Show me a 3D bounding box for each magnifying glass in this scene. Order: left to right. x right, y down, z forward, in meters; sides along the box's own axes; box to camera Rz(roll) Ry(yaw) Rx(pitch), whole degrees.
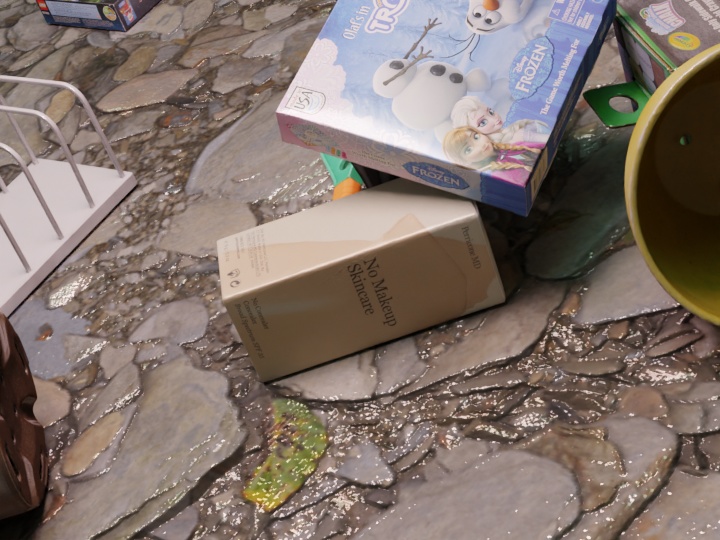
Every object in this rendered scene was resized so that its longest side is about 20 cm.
[{"bbox_3d":[-0.010,-0.087,1.297,0.079,0.022,0.201,-33,35,34],"label":"magnifying glass"}]

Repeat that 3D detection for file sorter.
[{"bbox_3d":[-0.335,-0.074,1.380,0.138,0.125,0.200,11,47,36],"label":"file sorter"}]

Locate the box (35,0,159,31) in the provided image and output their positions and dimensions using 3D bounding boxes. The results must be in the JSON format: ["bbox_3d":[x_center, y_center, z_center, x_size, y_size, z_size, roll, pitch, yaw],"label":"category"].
[{"bbox_3d":[-0.269,-0.358,1.777,0.136,0.038,0.200,11,47,37],"label":"box"}]

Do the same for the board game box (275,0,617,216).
[{"bbox_3d":[0.067,-0.157,1.132,0.198,0.043,0.201,17,62,17],"label":"board game box"}]

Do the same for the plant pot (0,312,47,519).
[{"bbox_3d":[-0.344,0.122,1.095,0.197,0.201,0.201,-13,37,1],"label":"plant pot"}]

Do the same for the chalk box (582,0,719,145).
[{"bbox_3d":[0.275,-0.152,1.168,0.199,0.124,0.125,-23,37,0],"label":"chalk box"}]

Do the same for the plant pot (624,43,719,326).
[{"bbox_3d":[0.266,-0.073,1.038,0.199,0.201,0.142,-21,16,1],"label":"plant pot"}]

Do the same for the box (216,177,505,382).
[{"bbox_3d":[0.000,0.000,1.141,0.199,0.095,0.078,-20,37,6],"label":"box"}]

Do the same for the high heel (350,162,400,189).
[{"bbox_3d":[0.037,-0.134,1.248,0.071,0.143,0.200,-6,39,23],"label":"high heel"}]
